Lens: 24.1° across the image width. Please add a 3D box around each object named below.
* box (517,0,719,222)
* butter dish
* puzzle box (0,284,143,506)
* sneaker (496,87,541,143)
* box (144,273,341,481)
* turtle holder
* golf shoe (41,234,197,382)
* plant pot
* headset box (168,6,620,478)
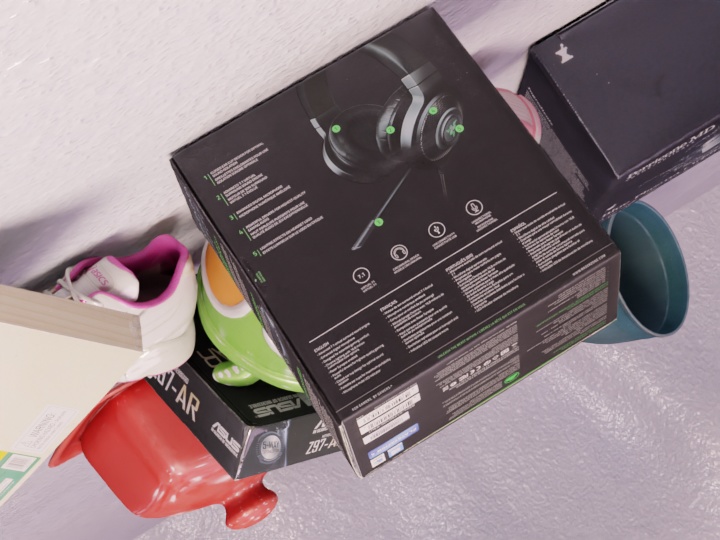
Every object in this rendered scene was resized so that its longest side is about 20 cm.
[{"bbox_3d":[0.229,-0.141,1.267,0.196,0.118,0.200,-31,171,-5],"label":"box"},{"bbox_3d":[-0.116,0.129,1.291,0.199,0.148,0.200,-29,171,-27],"label":"butter dish"},{"bbox_3d":[-0.221,0.071,0.901,0.133,0.025,0.200,14,139,-32],"label":"puzzle box"},{"bbox_3d":[0.021,-0.062,1.135,0.200,0.075,0.105,-33,165,17],"label":"sneaker"},{"bbox_3d":[-0.046,0.058,1.151,0.200,0.160,0.044,-10,130,-39],"label":"box"},{"bbox_3d":[-0.006,0.006,1.056,0.132,0.185,0.141,113,1,-49],"label":"turtle holder"},{"bbox_3d":[-0.181,0.032,1.000,0.200,0.075,0.092,-22,143,-40],"label":"golf shoe"},{"bbox_3d":[0.340,0.018,2.428,0.188,0.200,0.200,-19,-178,41],"label":"plant pot"},{"bbox_3d":[0.015,-0.022,0.925,0.174,0.200,0.093,-32,156,-8],"label":"headset box"}]
